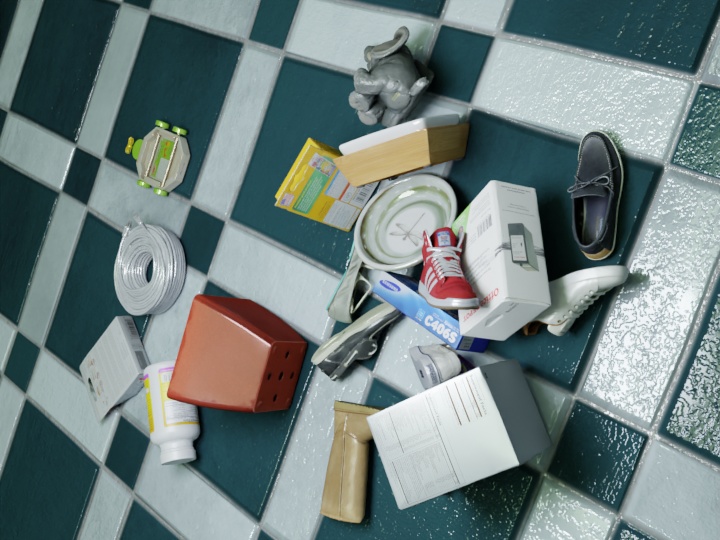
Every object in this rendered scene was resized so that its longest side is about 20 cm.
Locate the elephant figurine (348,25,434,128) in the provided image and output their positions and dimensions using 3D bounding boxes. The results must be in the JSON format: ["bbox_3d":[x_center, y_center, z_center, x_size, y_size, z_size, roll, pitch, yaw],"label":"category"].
[{"bbox_3d":[0.060,-0.365,1.572,0.153,0.142,0.202,16,55,6],"label":"elephant figurine"}]

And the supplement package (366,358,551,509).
[{"bbox_3d":[0.153,0.244,1.326,0.198,0.190,0.149,-27,76,24],"label":"supplement package"}]

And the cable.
[{"bbox_3d":[-0.473,-0.001,1.960,0.199,0.069,0.203,32,103,36],"label":"cable"}]

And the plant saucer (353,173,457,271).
[{"bbox_3d":[0.085,-0.075,1.528,0.197,0.050,0.203,-18,50,22],"label":"plant saucer"}]

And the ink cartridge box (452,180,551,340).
[{"bbox_3d":[0.213,-0.012,1.361,0.146,0.083,0.203,130,144,-56],"label":"ink cartridge box"}]

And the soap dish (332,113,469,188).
[{"bbox_3d":[0.075,-0.207,1.523,0.198,0.157,0.083,-13,94,36],"label":"soap dish"}]

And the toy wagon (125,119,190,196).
[{"bbox_3d":[-0.468,-0.264,2.019,0.198,0.039,0.158,24,97,38],"label":"toy wagon"}]

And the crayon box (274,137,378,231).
[{"bbox_3d":[-0.066,-0.157,1.586,0.052,0.199,0.127,44,108,38],"label":"crayon box"}]

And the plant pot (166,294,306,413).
[{"bbox_3d":[-0.219,0.173,1.667,0.174,0.199,0.203,19,94,26],"label":"plant pot"}]

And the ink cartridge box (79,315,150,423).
[{"bbox_3d":[-0.561,0.229,2.012,0.200,0.050,0.164,-48,58,31],"label":"ink cartridge box"}]

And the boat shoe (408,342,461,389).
[{"bbox_3d":[0.125,0.150,1.427,0.069,0.200,0.072,-21,87,-4],"label":"boat shoe"}]

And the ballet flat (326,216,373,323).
[{"bbox_3d":[0.000,0.000,1.606,0.063,0.067,0.203,22,91,9],"label":"ballet flat"}]

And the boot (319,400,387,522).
[{"bbox_3d":[0.005,0.339,1.538,0.174,0.065,0.204,-1,81,51],"label":"boot"}]

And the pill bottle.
[{"bbox_3d":[-0.389,0.295,1.822,0.103,0.104,0.203,-22,70,33],"label":"pill bottle"}]

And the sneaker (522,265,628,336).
[{"bbox_3d":[0.326,0.050,1.338,0.199,0.072,0.086,-25,70,44],"label":"sneaker"}]

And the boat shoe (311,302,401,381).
[{"bbox_3d":[0.003,0.125,1.585,0.199,0.072,0.068,-39,98,19],"label":"boat shoe"}]

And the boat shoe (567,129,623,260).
[{"bbox_3d":[0.358,-0.119,1.342,0.074,0.062,0.204,-3,79,39],"label":"boat shoe"}]

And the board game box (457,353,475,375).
[{"bbox_3d":[0.149,0.255,1.462,0.120,0.032,0.202,38,105,31],"label":"board game box"}]

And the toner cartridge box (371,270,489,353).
[{"bbox_3d":[0.120,0.068,1.474,0.199,0.094,0.044,34,102,36],"label":"toner cartridge box"}]

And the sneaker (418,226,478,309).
[{"bbox_3d":[0.135,-0.005,1.343,0.200,0.070,0.115,-144,59,-75],"label":"sneaker"}]
